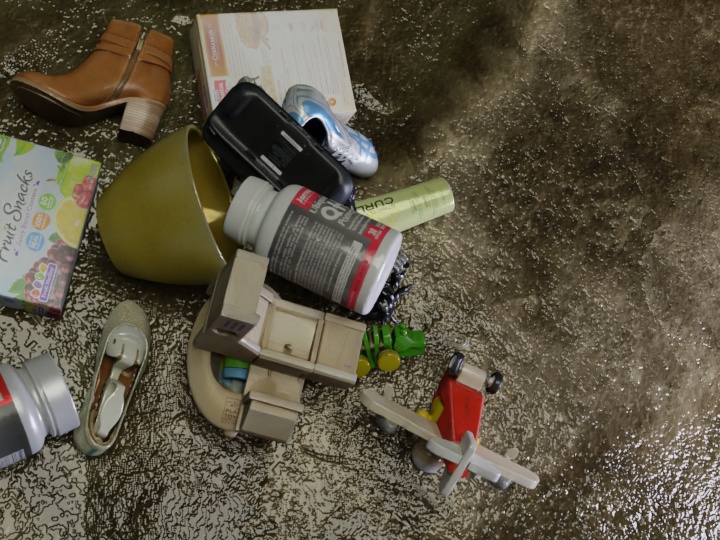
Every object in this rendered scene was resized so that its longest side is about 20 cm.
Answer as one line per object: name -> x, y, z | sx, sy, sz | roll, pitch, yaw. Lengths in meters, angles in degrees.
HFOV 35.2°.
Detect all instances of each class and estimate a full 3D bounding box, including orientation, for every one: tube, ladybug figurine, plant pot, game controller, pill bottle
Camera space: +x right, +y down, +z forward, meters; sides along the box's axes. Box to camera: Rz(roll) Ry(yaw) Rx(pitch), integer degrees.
tube -> 0.031, -0.073, 1.557 | 0.199, 0.052, 0.058 | -19, 52, -15
ladybug figurine -> -0.154, 0.112, 1.431 | 0.135, 0.072, 0.201 | 15, 70, -14
plant pot -> -0.242, -0.063, 1.410 | 0.141, 0.200, 0.201 | -18, 79, 5
game controller -> -0.104, -0.141, 1.424 | 0.200, 0.042, 0.104 | 43, 109, -4
pill bottle -> -0.059, -0.036, 1.366 | 0.199, 0.111, 0.111 | 25, 68, 6
pill bottle -> -0.435, 0.175, 1.305 | 0.199, 0.114, 0.114 | -23, 82, -22

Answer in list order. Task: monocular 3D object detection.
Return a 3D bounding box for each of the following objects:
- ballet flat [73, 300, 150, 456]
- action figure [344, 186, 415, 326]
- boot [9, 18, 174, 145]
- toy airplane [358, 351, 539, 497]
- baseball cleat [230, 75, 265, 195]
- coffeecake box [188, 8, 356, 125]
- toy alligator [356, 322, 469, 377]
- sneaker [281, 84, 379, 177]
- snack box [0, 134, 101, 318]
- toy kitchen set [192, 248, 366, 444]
ballet flat -> -0.293, 0.130, 1.387 | 0.067, 0.062, 0.201 | 22, 69, -26
action figure -> 0.000, 0.000, 1.487 | 0.119, 0.102, 0.201 | -29, 96, -3
boot -> -0.342, -0.264, 1.482 | 0.199, 0.077, 0.156 | 15, 72, -15
toy airplane -> 0.113, 0.216, 1.445 | 0.199, 0.141, 0.200 | -7, 52, -45
baseball cleat -> -0.135, -0.148, 1.478 | 0.106, 0.070, 0.201 | -24, 110, 8
coffeecake box -> -0.121, -0.270, 1.553 | 0.199, 0.073, 0.154 | -7, 78, -19
toy alligator -> 0.040, 0.091, 1.475 | 0.199, 0.054, 0.059 | -12, 36, 3
sneaker -> -0.042, -0.170, 1.509 | 0.200, 0.072, 0.073 | 39, 55, -49
snack box -> -0.417, -0.056, 1.412 | 0.142, 0.053, 0.201 | 14, 70, -11
toy kitchen set -> -0.087, 0.101, 1.319 | 0.199, 0.180, 0.164 | 17, 70, -13
